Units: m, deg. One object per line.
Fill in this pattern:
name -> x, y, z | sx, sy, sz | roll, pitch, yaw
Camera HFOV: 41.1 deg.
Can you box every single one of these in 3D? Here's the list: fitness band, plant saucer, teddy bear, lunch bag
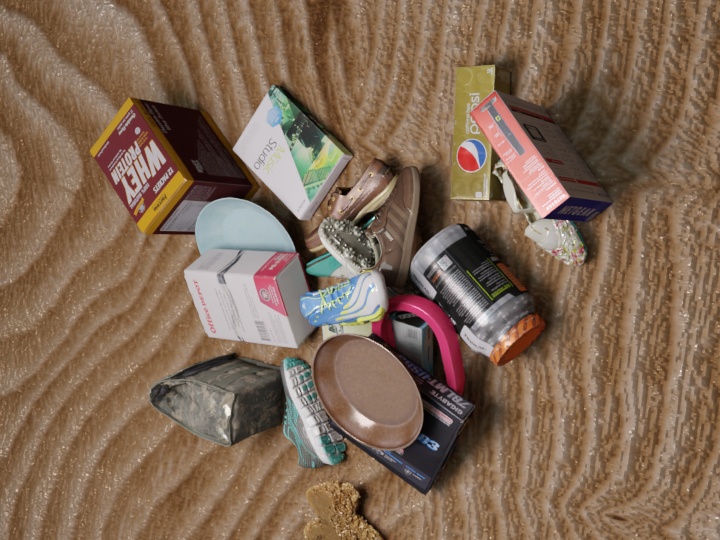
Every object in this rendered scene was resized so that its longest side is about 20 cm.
fitness band -> 0.089, 0.127, 1.465 | 0.143, 0.037, 0.201 | 7, 123, 36
plant saucer -> 0.016, 0.175, 1.439 | 0.199, 0.037, 0.202 | 18, 125, 28
teddy bear -> -0.027, 0.449, 1.618 | 0.145, 0.067, 0.201 | -32, 81, 38
lunch bag -> -0.250, 0.214, 1.685 | 0.199, 0.164, 0.119 | 12, 103, 31
plant saucer -> -0.194, -0.047, 1.684 | 0.199, 0.039, 0.202 | 14, 128, 18

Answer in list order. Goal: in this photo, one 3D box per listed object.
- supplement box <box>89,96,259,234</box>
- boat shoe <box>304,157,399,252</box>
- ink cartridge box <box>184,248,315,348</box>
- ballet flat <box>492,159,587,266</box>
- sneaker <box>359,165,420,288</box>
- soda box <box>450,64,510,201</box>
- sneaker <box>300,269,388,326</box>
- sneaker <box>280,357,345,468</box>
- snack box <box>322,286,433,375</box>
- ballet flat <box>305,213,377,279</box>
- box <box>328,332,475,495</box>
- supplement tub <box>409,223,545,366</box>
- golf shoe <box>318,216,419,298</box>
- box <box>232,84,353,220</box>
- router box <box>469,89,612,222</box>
supplement box -> -0.327, -0.180, 1.702 | 0.133, 0.199, 0.198 | -45, 69, 24
boat shoe -> -0.022, -0.108, 1.577 | 0.200, 0.072, 0.068 | -39, 103, 22
ink cartridge box -> -0.187, 0.045, 1.655 | 0.199, 0.084, 0.146 | 4, 124, 32
ballet flat -> 0.256, -0.086, 1.409 | 0.201, 0.064, 0.076 | 60, 152, 12
sneaker -> 0.047, -0.074, 1.478 | 0.075, 0.071, 0.202 | 10, 69, -4
soda box -> 0.183, -0.207, 1.461 | 0.067, 0.064, 0.202 | 4, 93, 32
sneaker -> -0.029, 0.052, 1.431 | 0.200, 0.104, 0.076 | 137, 121, -68
sneaker -> -0.104, 0.250, 1.650 | 0.091, 0.077, 0.201 | -31, 74, 33
snack box -> 0.025, 0.107, 1.559 | 0.199, 0.037, 0.117 | 17, 126, 30
ballet flat -> -0.009, -0.025, 1.588 | 0.199, 0.067, 0.071 | -34, 88, 30
box -> 0.059, 0.226, 1.495 | 0.199, 0.050, 0.199 | 34, 135, 15
supplement tub -> 0.175, 0.038, 1.438 | 0.123, 0.122, 0.200 | -49, 66, 23
golf shoe -> 0.000, 0.000, 1.531 | 0.200, 0.079, 0.097 | 39, 136, -14
box -> -0.121, -0.205, 1.669 | 0.200, 0.036, 0.145 | 45, 113, 22
router box -> 0.255, -0.155, 1.337 | 0.049, 0.199, 0.180 | -39, 71, 25
